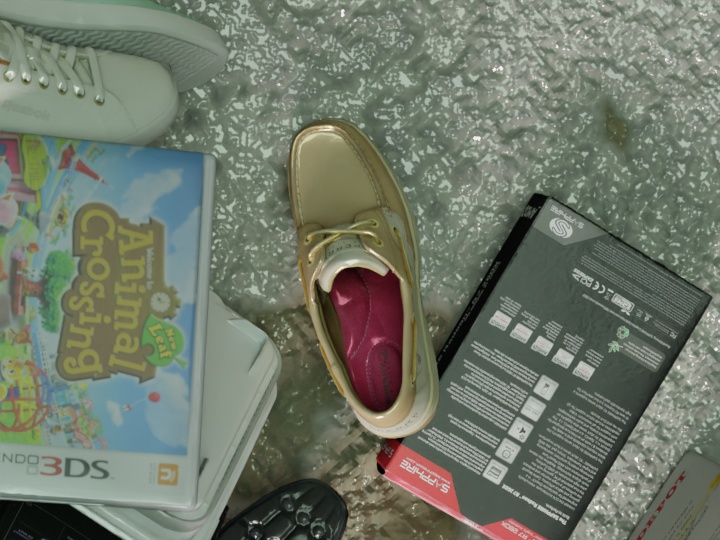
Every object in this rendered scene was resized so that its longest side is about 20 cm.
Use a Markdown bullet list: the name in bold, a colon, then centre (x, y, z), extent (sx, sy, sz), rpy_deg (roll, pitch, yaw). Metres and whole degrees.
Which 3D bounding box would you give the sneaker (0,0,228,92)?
- **sneaker**: centre (-0.170, -0.174, 1.455), extent (0.200, 0.074, 0.118), rpy_deg (11, 53, -34)

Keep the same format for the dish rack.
- **dish rack**: centre (-0.130, 0.059, 1.422), extent (0.171, 0.200, 0.044), rpy_deg (34, 126, -7)

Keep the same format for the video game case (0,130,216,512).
- **video game case**: centre (-0.173, 0.025, 1.340), extent (0.182, 0.022, 0.200), rpy_deg (5, 79, -15)

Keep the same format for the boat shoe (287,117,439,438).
- **boat shoe**: centre (0.000, 0.000, 1.473), extent (0.074, 0.069, 0.200), rpy_deg (-19, 80, 9)

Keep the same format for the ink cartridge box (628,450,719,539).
- **ink cartridge box**: centre (0.240, 0.217, 1.474), extent (0.145, 0.200, 0.147), rpy_deg (35, 89, -11)

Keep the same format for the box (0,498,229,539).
- **box**: centre (-0.179, 0.194, 1.398), extent (0.124, 0.200, 0.149), rpy_deg (37, 114, -9)

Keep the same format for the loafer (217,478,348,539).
- **loafer**: centre (-0.081, 0.206, 1.497), extent (0.068, 0.070, 0.201), rpy_deg (40, 94, 8)

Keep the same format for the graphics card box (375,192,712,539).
- **graphics card box**: centre (0.112, 0.067, 1.521), extent (0.125, 0.051, 0.200), rpy_deg (30, 92, -8)

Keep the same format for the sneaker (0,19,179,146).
- **sneaker**: centre (-0.192, -0.106, 1.370), extent (0.200, 0.085, 0.073), rpy_deg (-4, 53, -20)
